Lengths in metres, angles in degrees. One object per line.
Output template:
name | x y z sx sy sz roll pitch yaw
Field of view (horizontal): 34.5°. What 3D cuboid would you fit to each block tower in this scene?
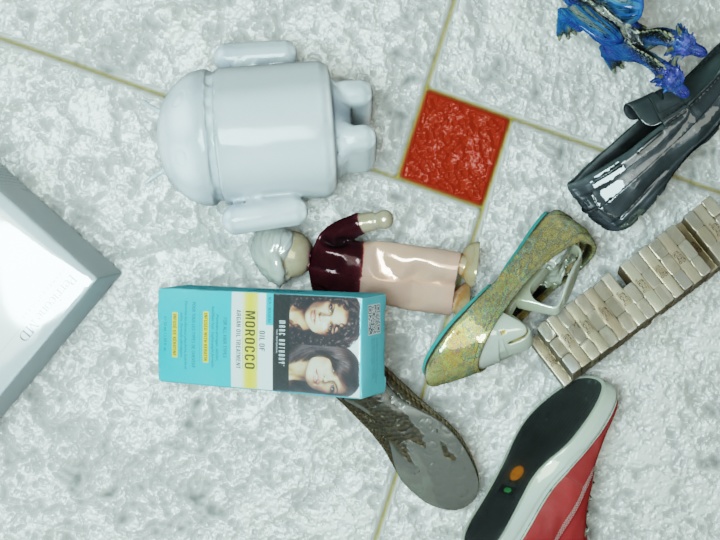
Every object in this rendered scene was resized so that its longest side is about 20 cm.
block tower | 0.242 0.021 1.020 0.199 0.058 0.054 -38 74 1

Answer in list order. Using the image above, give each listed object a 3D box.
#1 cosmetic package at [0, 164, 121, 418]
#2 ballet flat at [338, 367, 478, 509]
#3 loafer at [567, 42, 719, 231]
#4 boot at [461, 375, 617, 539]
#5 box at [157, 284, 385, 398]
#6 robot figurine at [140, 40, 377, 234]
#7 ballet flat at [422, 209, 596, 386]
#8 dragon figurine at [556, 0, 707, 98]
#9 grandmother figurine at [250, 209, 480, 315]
cosmetic package | -0.344 0.015 0.970 0.199 0.123 0.200 41 91 -5
ballet flat | 0.030 0.130 1.026 0.200 0.046 0.067 44 101 -7
loafer | 0.262 -0.127 1.013 0.070 0.068 0.201 39 94 -12
boot | 0.190 0.207 1.035 0.144 0.072 0.201 43 75 -26
box | -0.076 0.058 0.976 0.197 0.049 0.084 2 93 26
robot figurine | -0.085 -0.114 0.978 0.196 0.113 0.173 -4 70 -2
ballet flat | 0.133 0.030 0.990 0.071 0.071 0.200 44 69 -4
dragon figurine | 0.206 -0.220 0.990 0.199 0.099 0.059 38 90 0
grandmother figurine | 0.000 0.000 1.016 0.196 0.061 0.124 11 106 0
